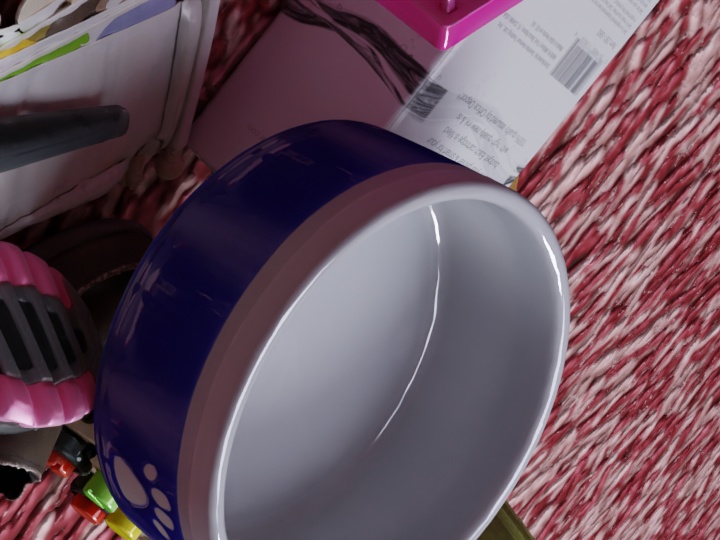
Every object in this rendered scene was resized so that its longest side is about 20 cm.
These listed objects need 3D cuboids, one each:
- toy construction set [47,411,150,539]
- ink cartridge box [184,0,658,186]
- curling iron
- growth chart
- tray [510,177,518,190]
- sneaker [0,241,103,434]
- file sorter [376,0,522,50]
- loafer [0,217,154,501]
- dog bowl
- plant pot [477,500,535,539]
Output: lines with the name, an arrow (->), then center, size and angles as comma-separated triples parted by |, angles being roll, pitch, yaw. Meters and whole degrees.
toy construction set -> -0.074, 0.103, 1.217 | 0.092, 0.131, 0.200 | -47, 156, -30
ink cartridge box -> 0.032, -0.094, 1.170 | 0.200, 0.084, 0.146 | -51, 155, 5
curling iron -> -0.148, -0.049, 0.957 | 0.200, 0.026, 0.050 | -5, 135, -56
growth chart -> -0.124, -0.064, 1.026 | 0.200, 0.018, 0.145 | -25, 146, -43
tray -> 0.000, 0.000, 1.316 | 0.200, 0.037, 0.099 | -36, 153, -27
sneaker -> -0.187, 0.042, 1.007 | 0.095, 0.079, 0.200 | -28, 166, 39
file sorter -> 0.057, -0.207, 0.981 | 0.200, 0.139, 0.126 | -35, 151, -31
loafer -> -0.150, 0.063, 1.102 | 0.200, 0.071, 0.073 | -46, 156, -10
dog bowl -> -0.009, 0.043, 1.071 | 0.200, 0.079, 0.201 | -26, 130, -35
plant pot -> 0.016, 0.232, 1.539 | 0.190, 0.200, 0.200 | -29, 152, -12
